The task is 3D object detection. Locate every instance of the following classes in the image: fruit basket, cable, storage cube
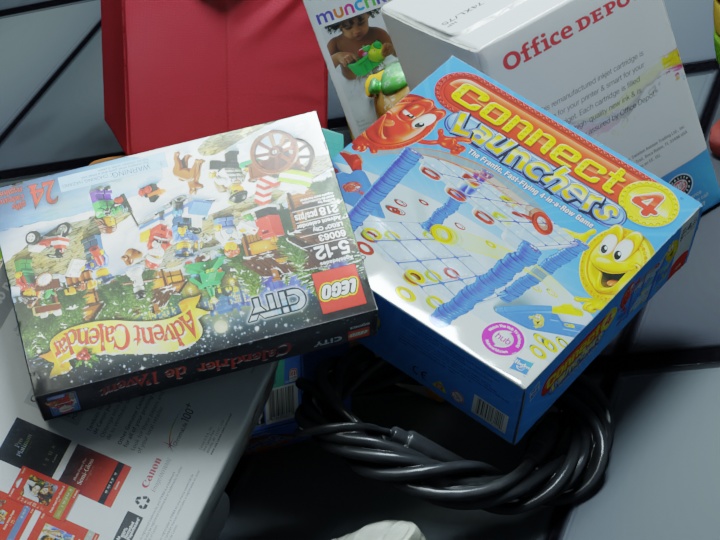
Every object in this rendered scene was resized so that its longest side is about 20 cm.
[{"bbox_3d":[0.070,-0.156,1.592,0.185,0.200,0.094,-17,27,7],"label":"fruit basket"},{"bbox_3d":[0.053,0.093,1.272,0.200,0.051,0.163,-8,42,-32],"label":"cable"},{"bbox_3d":[-0.126,-0.200,1.753,0.171,0.180,0.200,-3,16,-13],"label":"storage cube"}]

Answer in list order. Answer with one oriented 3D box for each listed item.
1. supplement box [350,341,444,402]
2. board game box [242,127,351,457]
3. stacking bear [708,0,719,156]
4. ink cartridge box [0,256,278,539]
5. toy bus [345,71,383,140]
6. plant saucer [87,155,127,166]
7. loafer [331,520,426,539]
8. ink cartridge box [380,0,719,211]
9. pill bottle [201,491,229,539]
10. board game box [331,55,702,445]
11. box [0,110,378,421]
[{"bbox_3d":[0.000,0.000,1.447,0.074,0.126,0.200,-36,32,-26],"label":"supplement box"},{"bbox_3d":[-0.074,0.019,1.386,0.152,0.045,0.200,-18,68,44],"label":"board game box"},{"bbox_3d":[0.295,-0.187,1.485,0.121,0.200,0.114,-33,30,-21],"label":"stacking bear"},{"bbox_3d":[-0.165,0.100,1.235,0.176,0.084,0.200,24,63,4],"label":"ink cartridge box"},{"bbox_3d":[0.064,-0.213,1.708,0.200,0.192,0.136,-12,31,21],"label":"toy bus"},{"bbox_3d":[-0.136,-0.071,1.670,0.200,0.037,0.200,-1,8,0],"label":"plant saucer"},{"bbox_3d":[-0.024,0.211,1.164,0.070,0.070,0.200,-9,23,33],"label":"loafer"},{"bbox_3d":[0.135,-0.118,1.479,0.147,0.200,0.146,-30,29,-15],"label":"ink cartridge box"},{"bbox_3d":[-0.177,0.113,1.349,0.111,0.111,0.200,-38,58,-27],"label":"pill bottle"},{"bbox_3d":[0.074,-0.019,1.296,0.200,0.056,0.196,33,54,20],"label":"board game box"},{"bbox_3d":[-0.103,-0.005,1.214,0.200,0.038,0.137,-15,65,-7],"label":"box"}]
